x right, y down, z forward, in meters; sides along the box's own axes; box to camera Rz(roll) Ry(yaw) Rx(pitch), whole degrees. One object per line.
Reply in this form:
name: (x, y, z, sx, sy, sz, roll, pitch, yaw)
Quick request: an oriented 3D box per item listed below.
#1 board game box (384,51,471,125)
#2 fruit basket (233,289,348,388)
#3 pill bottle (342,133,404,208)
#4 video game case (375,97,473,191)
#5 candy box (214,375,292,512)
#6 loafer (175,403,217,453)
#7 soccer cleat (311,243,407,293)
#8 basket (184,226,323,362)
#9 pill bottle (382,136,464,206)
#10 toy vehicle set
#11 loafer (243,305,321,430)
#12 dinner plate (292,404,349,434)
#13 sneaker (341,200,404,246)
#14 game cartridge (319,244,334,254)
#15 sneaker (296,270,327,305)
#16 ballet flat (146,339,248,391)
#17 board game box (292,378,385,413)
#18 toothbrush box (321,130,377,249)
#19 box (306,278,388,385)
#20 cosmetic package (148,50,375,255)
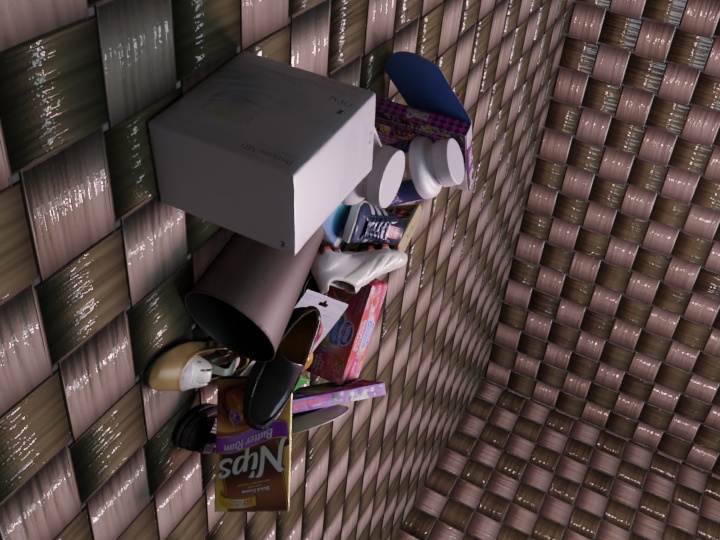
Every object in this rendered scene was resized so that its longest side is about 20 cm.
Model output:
board game box: (0.135, -0.330, 1.456, 0.039, 0.157, 0.200, -49, 120, -17)
fruit basket: (-0.118, 0.119, 1.337, 0.201, 0.093, 0.185, -57, 158, 4)
pill bottle: (-0.041, -0.162, 1.155, 0.113, 0.198, 0.113, -53, 155, -38)
video game case: (0.118, -0.238, 1.518, 0.036, 0.198, 0.182, -63, 159, -21)
candy box: (-0.164, 0.265, 1.228, 0.056, 0.115, 0.203, 171, -80, -82)
loafer: (-0.223, 0.259, 1.291, 0.073, 0.062, 0.200, -69, 161, 3)
soccer cleat: (0.000, 0.000, 1.354, 0.198, 0.069, 0.079, -3, 79, -38)
basket: (-0.144, 0.001, 1.156, 0.201, 0.135, 0.181, -64, 153, -27)
pill bottle: (0.081, -0.178, 1.443, 0.111, 0.198, 0.113, 26, 60, -57)
toy vehicle set: (0.037, -0.070, 1.526, 0.200, 0.123, 0.027, -61, 142, -56)
loafer: (-0.116, 0.139, 1.181, 0.202, 0.072, 0.072, -69, -169, -20)
dinner plate: (-0.118, 0.268, 1.442, 0.200, 0.198, 0.025, -15, 92, -67)
sneaker: (0.029, -0.075, 1.372, 0.200, 0.084, 0.076, -27, 138, -73)
game cartridge: (-0.070, 0.040, 1.538, 0.133, 0.040, 0.202, 4, 105, -67)
sneaker: (-0.102, 0.062, 1.394, 0.071, 0.079, 0.202, -51, 154, -47)
ballet flat: (-0.228, 0.136, 1.157, 0.200, 0.062, 0.069, -18, 126, -66)
board game box: (-0.067, 0.229, 1.466, 0.198, 0.120, 0.033, -5, 95, -33)
toothbrush box: (-0.047, -0.157, 1.317, 0.202, 0.084, 0.146, -65, 162, -10)
box: (-0.031, 0.103, 1.510, 0.100, 0.095, 0.202, -3, 113, -70)
cosmetic package: (-0.114, -0.150, 0.970, 0.200, 0.197, 0.124, -53, 156, -40)
